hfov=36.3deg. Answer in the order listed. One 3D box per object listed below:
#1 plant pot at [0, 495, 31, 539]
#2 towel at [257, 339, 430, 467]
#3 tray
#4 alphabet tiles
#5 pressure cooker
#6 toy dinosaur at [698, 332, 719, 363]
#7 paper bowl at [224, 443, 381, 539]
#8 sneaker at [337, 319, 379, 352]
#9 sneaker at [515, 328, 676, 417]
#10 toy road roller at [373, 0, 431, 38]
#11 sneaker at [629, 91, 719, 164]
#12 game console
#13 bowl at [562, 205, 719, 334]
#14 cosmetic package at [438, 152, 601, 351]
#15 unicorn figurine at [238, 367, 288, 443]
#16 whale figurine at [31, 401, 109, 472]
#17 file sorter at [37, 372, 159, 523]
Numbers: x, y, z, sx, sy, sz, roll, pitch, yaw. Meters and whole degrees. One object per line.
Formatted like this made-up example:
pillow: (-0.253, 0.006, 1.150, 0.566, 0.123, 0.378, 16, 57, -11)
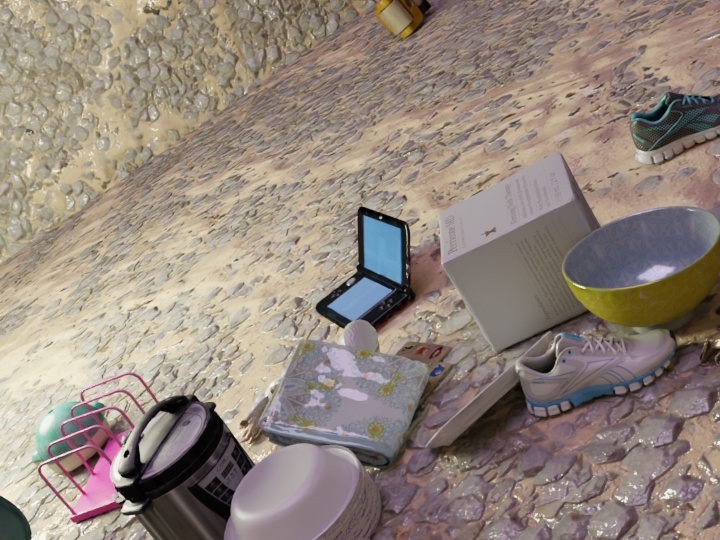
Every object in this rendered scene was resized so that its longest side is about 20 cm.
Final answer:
plant pot: (-0.619, 0.458, 1.647, 0.200, 0.200, 0.196, -24, 32, 19)
towel: (-0.022, 0.177, 1.509, 0.199, 0.048, 0.172, 10, 49, 18)
tray: (0.167, 0.159, 1.398, 0.200, 0.022, 0.107, -39, -10, -16)
alphabet tiles: (0.040, 0.174, 1.593, 0.200, 0.008, 0.167, -45, 26, -27)
pressure cooker: (-0.242, 0.278, 1.498, 0.178, 0.200, 0.176, -33, 22, -4)
toy dinosaur: (0.461, 0.068, 1.209, 0.199, 0.058, 0.101, -19, 25, 28)
paper bowl: (-0.082, 0.299, 1.380, 0.200, 0.105, 0.201, -26, 25, 13)
sneaker: (-0.008, 0.163, 1.604, 0.072, 0.073, 0.201, 3, 45, 9)
sneaker: (0.279, 0.106, 1.327, 0.199, 0.087, 0.075, -24, 23, 15)
toy road roller: (0.100, -0.740, 3.178, 0.146, 0.123, 0.200, -32, 18, 42)
sneaker: (0.511, -0.245, 1.717, 0.199, 0.091, 0.078, -29, 24, 9)
game console: (0.000, 0.000, 1.842, 0.172, 0.119, 0.200, -38, 23, -13)
bowl: (0.360, 0.015, 1.363, 0.199, 0.108, 0.200, -20, 22, 8)
cosmetic package: (0.235, -0.026, 1.540, 0.199, 0.167, 0.168, -27, 24, 15)
unicorn figurine: (-0.108, 0.181, 1.672, 0.199, 0.074, 0.137, -27, 13, 27)
whale figurine: (-0.534, 0.281, 1.977, 0.159, 0.104, 0.200, -40, 24, -16)
file sorter: (-0.418, 0.282, 1.802, 0.139, 0.126, 0.200, -22, 25, 21)
